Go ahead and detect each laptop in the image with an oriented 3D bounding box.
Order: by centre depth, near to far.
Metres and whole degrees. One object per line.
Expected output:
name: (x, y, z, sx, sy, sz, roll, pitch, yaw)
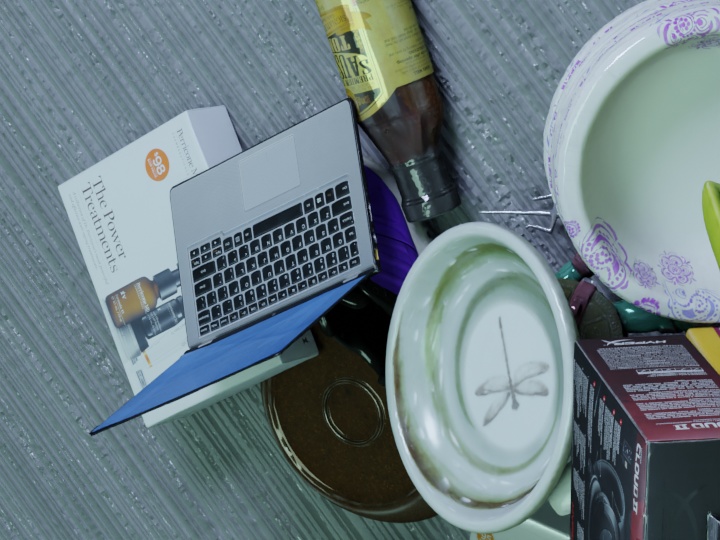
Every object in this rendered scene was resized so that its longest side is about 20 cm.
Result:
laptop: (-0.093, -0.003, 1.647, 0.187, 0.116, 0.201, -23, 66, 38)

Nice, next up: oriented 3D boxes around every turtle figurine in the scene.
turtle figurine: (0.154, 0.038, 1.635, 0.199, 0.101, 0.150, 18, 118, 20)

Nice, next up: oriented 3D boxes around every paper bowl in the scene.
paper bowl: (0.214, -0.076, 1.510, 0.200, 0.104, 0.202, -2, 109, -5)

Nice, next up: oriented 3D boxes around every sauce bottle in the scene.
sauce bottle: (0.020, -0.133, 1.672, 0.066, 0.066, 0.201, -14, 98, 36)

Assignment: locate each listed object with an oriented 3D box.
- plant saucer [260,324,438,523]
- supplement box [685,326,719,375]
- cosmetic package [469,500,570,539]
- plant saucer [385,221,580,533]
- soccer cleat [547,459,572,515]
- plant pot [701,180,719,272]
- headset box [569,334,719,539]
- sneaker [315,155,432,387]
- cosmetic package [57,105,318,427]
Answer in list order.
plant saucer: (0.001, 0.100, 1.797, 0.200, 0.034, 0.201, 13, 115, 30)
supplement box: (0.305, 0.100, 1.477, 0.199, 0.131, 0.104, -2, 112, -6)
cosmetic package: (0.172, 0.220, 1.719, 0.199, 0.051, 0.083, 21, 118, 25)
plant saucer: (0.091, 0.069, 1.576, 0.200, 0.050, 0.201, 1, 91, 55)
soccer cleat: (0.186, 0.147, 1.599, 0.077, 0.200, 0.069, -36, 60, 15)
plant pot: (0.310, -0.034, 1.381, 0.199, 0.199, 0.182, 22, 113, -13)
headset box: (0.178, 0.138, 1.401, 0.077, 0.200, 0.150, -3, 106, -9)
sneaker: (0.000, 0.000, 1.698, 0.200, 0.099, 0.070, 57, 134, 20)
cosmetic package: (-0.131, -0.002, 1.812, 0.150, 0.052, 0.201, -26, 82, 35)
